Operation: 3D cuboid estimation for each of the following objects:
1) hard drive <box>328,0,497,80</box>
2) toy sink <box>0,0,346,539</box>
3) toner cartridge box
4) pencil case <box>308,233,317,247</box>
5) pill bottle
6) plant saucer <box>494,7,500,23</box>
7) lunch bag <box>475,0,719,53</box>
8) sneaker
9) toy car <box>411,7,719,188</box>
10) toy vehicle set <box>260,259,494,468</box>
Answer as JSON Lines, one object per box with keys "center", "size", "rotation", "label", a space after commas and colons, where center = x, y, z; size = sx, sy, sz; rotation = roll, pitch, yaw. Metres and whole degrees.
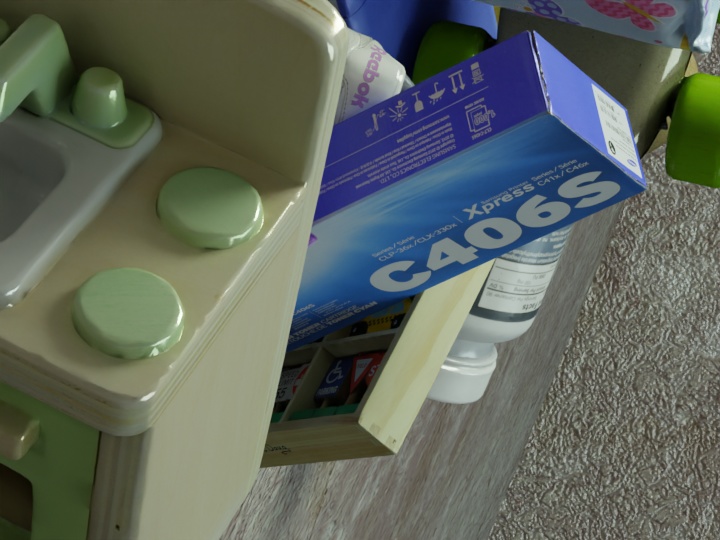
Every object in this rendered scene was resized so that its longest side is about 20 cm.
{"center": [0.030, -0.121, 1.169], "size": [0.132, 0.025, 0.201], "rotation": [-60, 152, -31], "label": "hard drive"}
{"center": [-0.096, 0.006, 0.644], "size": [0.112, 0.130, 0.201], "rotation": [-55, 166, -44], "label": "toy sink"}
{"center": [0.014, -0.028, 0.974], "size": [0.095, 0.199, 0.043], "rotation": [30, 41, -51], "label": "toner cartridge box"}
{"center": [-0.086, 0.009, 0.857], "size": [0.084, 0.086, 0.200], "rotation": [-23, -161, 37], "label": "pencil case"}
{"center": [0.075, -0.019, 1.518], "size": [0.201, 0.119, 0.120], "rotation": [-69, 169, 19], "label": "pill bottle"}
{"center": [0.059, -0.163, 1.318], "size": [0.200, 0.048, 0.201], "rotation": [-42, 153, -66], "label": "plant saucer"}
{"center": [0.109, -0.225, 1.045], "size": [0.127, 0.168, 0.201], "rotation": [66, 42, -68], "label": "lunch bag"}
{"center": [-0.015, -0.056, 1.033], "size": [0.200, 0.099, 0.075], "rotation": [82, 28, -73], "label": "sneaker"}
{"center": [0.136, -0.122, 1.191], "size": [0.200, 0.163, 0.159], "rotation": [2, 101, -75], "label": "toy car"}
{"center": [-0.022, 0.037, 1.092], "size": [0.199, 0.026, 0.125], "rotation": [-13, -136, 55], "label": "toy vehicle set"}
